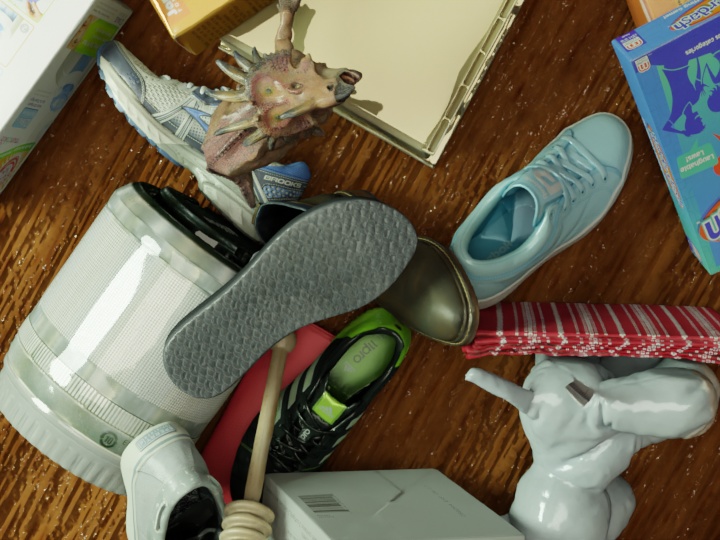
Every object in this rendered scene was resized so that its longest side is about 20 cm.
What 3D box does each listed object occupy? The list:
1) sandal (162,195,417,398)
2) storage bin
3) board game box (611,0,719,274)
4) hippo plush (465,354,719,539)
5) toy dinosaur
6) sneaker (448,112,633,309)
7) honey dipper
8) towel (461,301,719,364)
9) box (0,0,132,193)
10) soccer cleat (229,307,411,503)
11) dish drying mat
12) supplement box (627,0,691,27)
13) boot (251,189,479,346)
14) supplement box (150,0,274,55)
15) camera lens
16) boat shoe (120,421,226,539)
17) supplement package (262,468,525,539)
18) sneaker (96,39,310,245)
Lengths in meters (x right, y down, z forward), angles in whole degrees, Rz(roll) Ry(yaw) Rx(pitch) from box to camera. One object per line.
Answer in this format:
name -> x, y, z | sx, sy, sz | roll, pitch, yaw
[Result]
sandal -> -0.053, 0.011, 0.961 | 0.199, 0.043, 0.076 | -32, 104, 6
storage bin -> 0.016, -0.216, 1.056 | 0.199, 0.094, 0.200 | 29, 94, 3
board game box -> 0.290, -0.114, 1.019 | 0.151, 0.045, 0.201 | -27, 121, 4
hippo plush -> 0.179, 0.144, 1.021 | 0.158, 0.200, 0.163 | 9, 102, 24
toy dinosaur -> -0.070, -0.106, 0.964 | 0.086, 0.136, 0.200 | 36, 132, -4
sneaker -> 0.141, -0.052, 1.036 | 0.074, 0.082, 0.200 | 40, 74, 11
honey dipper -> -0.074, 0.128, 1.020 | 0.038, 0.038, 0.202 | 5, 55, 4
towel -> 0.175, 0.045, 1.030 | 0.198, 0.145, 0.023 | 1, 99, 4
box -> -0.284, -0.158, 1.068 | 0.101, 0.112, 0.201 | 37, 95, 0
soccer cleat -> -0.035, 0.110, 1.060 | 0.067, 0.081, 0.200 | 39, 94, -2
dish drying mat -> -0.077, 0.133, 1.114 | 0.076, 0.018, 0.201 | 28, 95, 2
supplement box -> 0.306, -0.225, 1.041 | 0.199, 0.067, 0.069 | -25, 91, 5
boot -> 0.000, 0.000, 1.011 | 0.096, 0.200, 0.075 | -1, 116, -34
supplement box -> -0.061, -0.238, 0.981 | 0.199, 0.069, 0.067 | -34, 87, 7
camera lens -> -0.162, 0.047, 1.044 | 0.159, 0.160, 0.201 | 36, 94, 2
boat shoe -> -0.132, 0.192, 1.020 | 0.070, 0.202, 0.072 | -28, 57, -19
supplement package -> 0.011, 0.266, 1.013 | 0.149, 0.152, 0.202 | 2, 100, -23
sneaker -> -0.120, -0.116, 1.085 | 0.200, 0.077, 0.085 | 44, 90, -8
